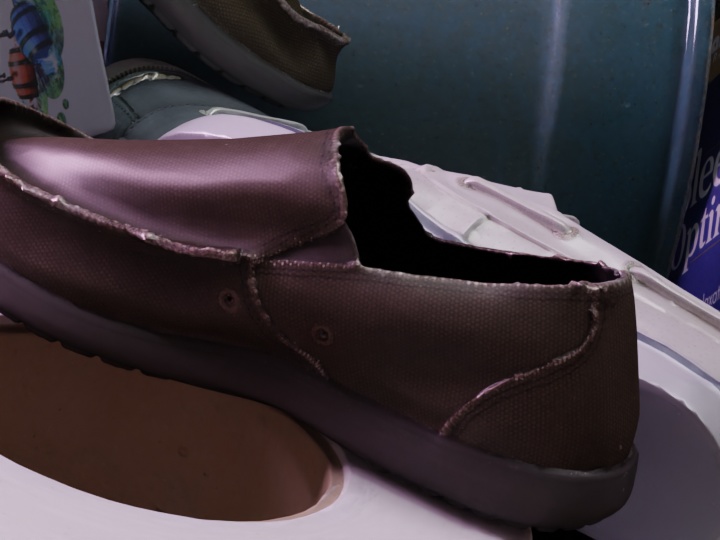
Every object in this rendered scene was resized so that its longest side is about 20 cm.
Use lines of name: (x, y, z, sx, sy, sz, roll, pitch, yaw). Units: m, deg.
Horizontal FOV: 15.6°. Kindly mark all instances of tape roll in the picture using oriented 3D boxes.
tape roll: (-0.062, 0.064, 0.628, 0.201, 0.071, 0.203, 16, 17, -5)

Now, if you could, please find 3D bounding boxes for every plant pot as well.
plant pot: (0.005, -0.070, 0.934, 0.195, 0.202, 0.200, 6, 19, -7)

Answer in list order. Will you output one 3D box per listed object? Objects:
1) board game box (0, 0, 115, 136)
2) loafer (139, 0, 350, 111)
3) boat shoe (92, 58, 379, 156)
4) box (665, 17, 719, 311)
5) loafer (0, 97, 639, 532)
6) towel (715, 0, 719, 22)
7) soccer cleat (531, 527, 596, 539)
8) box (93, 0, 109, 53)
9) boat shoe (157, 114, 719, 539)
board game box: (-0.190, -0.067, 0.777, 0.199, 0.065, 0.148, -18, 27, -15)
loafer: (-0.064, -0.130, 0.794, 0.200, 0.070, 0.075, 48, 0, -21)
boat shoe: (0.000, 0.000, 0.814, 0.199, 0.073, 0.062, 29, 2, -25)
box: (0.133, -0.031, 0.842, 0.032, 0.201, 0.121, 15, -19, -11)
loafer: (-0.017, -0.006, 0.649, 0.199, 0.071, 0.073, 21, 18, 11)
towel: (0.154, -0.101, 0.959, 0.036, 0.200, 0.149, -22, 67, -25)
soccer cleat: (0.039, 0.068, 0.738, 0.199, 0.068, 0.081, 20, 21, 30)
box: (-0.114, -0.115, 1.057, 0.199, 0.110, 0.128, 5, 21, -37)
boat shoe: (0.032, 0.007, 0.716, 0.199, 0.071, 0.070, 25, 35, 27)
